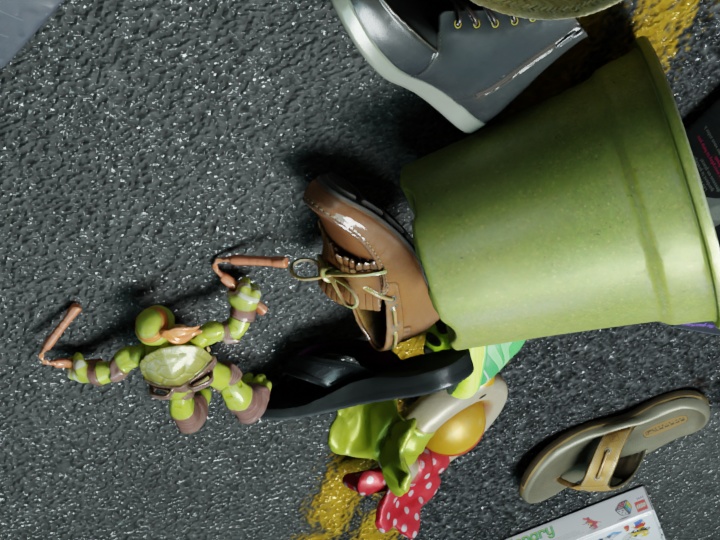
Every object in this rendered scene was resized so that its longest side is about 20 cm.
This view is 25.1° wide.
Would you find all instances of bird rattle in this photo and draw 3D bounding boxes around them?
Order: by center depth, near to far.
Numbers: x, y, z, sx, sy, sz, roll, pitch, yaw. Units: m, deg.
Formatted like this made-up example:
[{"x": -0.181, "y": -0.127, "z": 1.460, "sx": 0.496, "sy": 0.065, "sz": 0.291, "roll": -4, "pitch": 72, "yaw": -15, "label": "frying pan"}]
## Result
[{"x": 0.061, "y": 0.148, "z": 1.377, "sx": 0.163, "sy": 0.113, "sz": 0.200, "roll": -35, "pitch": 148, "yaw": -4, "label": "bird rattle"}]

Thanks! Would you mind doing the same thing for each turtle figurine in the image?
[{"x": -0.123, "y": 0.065, "z": 1.204, "sx": 0.199, "sy": 0.065, "sz": 0.161, "roll": -23, "pitch": 145, "yaw": 7, "label": "turtle figurine"}]

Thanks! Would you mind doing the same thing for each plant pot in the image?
[{"x": 0.130, "y": -0.033, "z": 1.083, "sx": 0.183, "sy": 0.201, "sz": 0.201, "roll": -17, "pitch": 145, "yaw": 6, "label": "plant pot"}]

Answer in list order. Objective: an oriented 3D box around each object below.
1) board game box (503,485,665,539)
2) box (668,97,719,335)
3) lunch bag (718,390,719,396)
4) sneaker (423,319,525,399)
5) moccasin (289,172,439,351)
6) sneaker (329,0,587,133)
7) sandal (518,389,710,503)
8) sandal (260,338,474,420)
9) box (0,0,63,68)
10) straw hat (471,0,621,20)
[{"x": 0.221, "y": 0.301, "z": 1.703, "sx": 0.199, "sy": 0.035, "sz": 0.126, "roll": -22, "pitch": 144, "yaw": 5, "label": "board game box"}, {"x": 0.300, "y": -0.057, "z": 1.178, "sx": 0.106, "sy": 0.123, "sz": 0.200, "roll": 9, "pitch": 137, "yaw": -40, "label": "box"}, {"x": 0.464, "y": 0.103, "z": 1.514, "sx": 0.199, "sy": 0.094, "sz": 0.151, "roll": 1, "pitch": 139, "yaw": -40, "label": "lunch bag"}, {"x": 0.105, "y": 0.012, "z": 1.248, "sx": 0.083, "sy": 0.074, "sz": 0.201, "roll": -27, "pitch": 151, "yaw": -38, "label": "sneaker"}, {"x": -0.001, "y": -0.001, "z": 1.162, "sx": 0.078, "sy": 0.074, "sz": 0.202, "roll": -43, "pitch": 154, "yaw": -8, "label": "moccasin"}, {"x": 0.056, "y": -0.163, "z": 0.982, "sx": 0.106, "sy": 0.075, "sz": 0.200, "roll": -36, "pitch": 151, "yaw": 18, "label": "sneaker"}, {"x": 0.242, "y": 0.176, "z": 1.527, "sx": 0.199, "sy": 0.054, "sz": 0.080, "roll": -24, "pitch": 145, "yaw": 7, "label": "sandal"}, {"x": -0.005, "y": 0.076, "z": 1.263, "sx": 0.199, "sy": 0.048, "sz": 0.075, "roll": -13, "pitch": -169, "yaw": 29, "label": "sandal"}, {"x": -0.196, "y": -0.225, "z": 0.737, "sx": 0.196, "sy": 0.118, "sz": 0.200, "roll": 21, "pitch": 128, "yaw": -42, "label": "box"}, {"x": 0.114, "y": -0.240, "z": 0.877, "sx": 0.201, "sy": 0.201, "sz": 0.085, "roll": -48, "pitch": 178, "yaw": 35, "label": "straw hat"}]
